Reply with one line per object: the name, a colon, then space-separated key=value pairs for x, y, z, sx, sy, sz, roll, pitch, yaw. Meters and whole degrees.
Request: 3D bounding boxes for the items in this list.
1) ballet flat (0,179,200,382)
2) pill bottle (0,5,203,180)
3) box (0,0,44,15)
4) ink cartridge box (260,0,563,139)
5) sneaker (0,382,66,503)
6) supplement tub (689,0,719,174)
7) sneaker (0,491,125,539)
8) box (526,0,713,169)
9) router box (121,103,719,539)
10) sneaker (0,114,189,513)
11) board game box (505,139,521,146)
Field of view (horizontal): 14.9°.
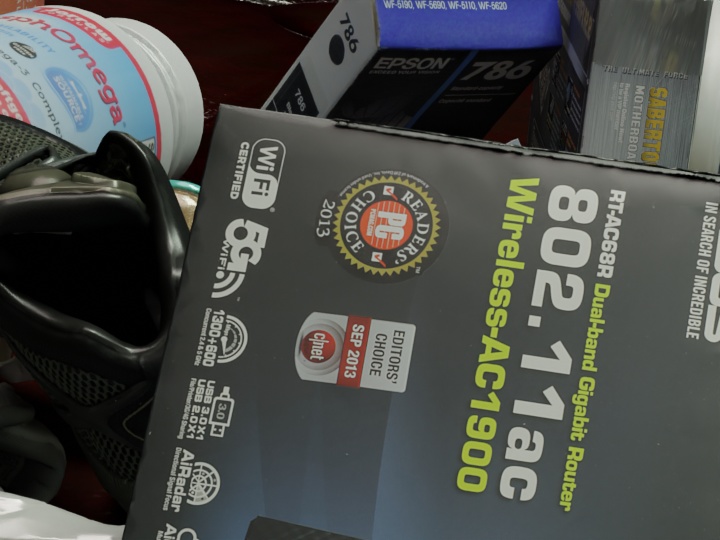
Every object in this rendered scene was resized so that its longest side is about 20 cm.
ballet flat: x=-0.136 y=0.011 z=1.007 sx=0.199 sy=0.071 sz=0.066 roll=-10 pitch=49 yaw=34
pill bottle: x=-0.147 y=-0.053 z=1.161 sx=0.108 sy=0.109 sz=0.200 roll=13 pitch=18 yaw=21
box: x=-0.237 y=-0.100 z=1.209 sx=0.106 sy=0.153 sz=0.200 roll=14 pitch=18 yaw=27
ink cartridge box: x=0.017 y=-0.079 z=1.207 sx=0.099 sy=0.200 sz=0.039 roll=-4 pitch=60 yaw=-31
sneaker: x=-0.146 y=0.053 z=0.896 sx=0.099 sy=0.078 sz=0.200 roll=11 pitch=23 yaw=-11
supplement tub: x=0.238 y=-0.048 z=1.230 sx=0.199 sy=0.145 sz=0.144 roll=8 pitch=16 yaw=6
sneaker: x=-0.054 y=0.105 z=0.737 sx=0.199 sy=0.076 sz=0.089 roll=-6 pitch=37 yaw=17
box: x=0.108 y=-0.064 z=1.211 sx=0.048 sy=0.159 sz=0.200 roll=5 pitch=16 yaw=-4
router box: x=0.020 y=0.068 z=0.674 sx=0.149 sy=0.201 sz=0.062 roll=8 pitch=-20 yaw=7
sneaker: x=-0.098 y=-0.015 z=0.878 sx=0.076 sy=0.115 sz=0.200 roll=-28 pitch=44 yaw=-11
board game box: x=0.000 y=0.000 z=0.966 sx=0.199 sy=0.039 sz=0.158 roll=-27 pitch=-1 yaw=0
